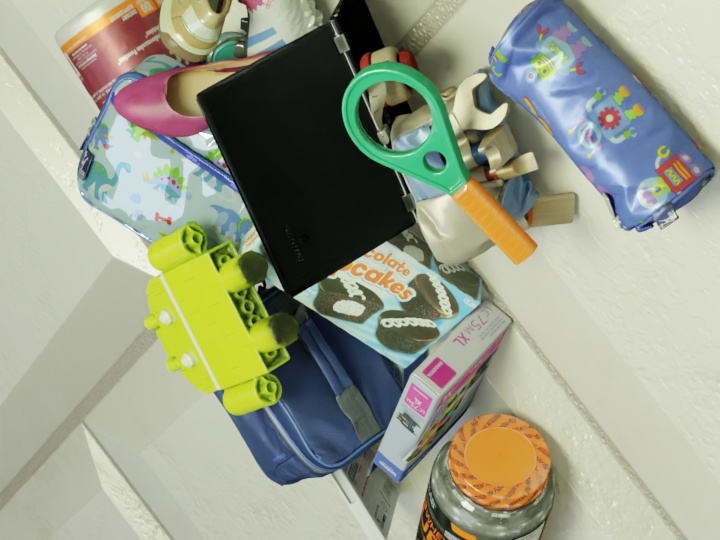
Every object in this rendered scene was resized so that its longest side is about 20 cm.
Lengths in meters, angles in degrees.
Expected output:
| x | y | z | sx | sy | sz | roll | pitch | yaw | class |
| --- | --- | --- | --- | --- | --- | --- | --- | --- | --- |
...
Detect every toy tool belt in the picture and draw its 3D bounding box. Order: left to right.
| x | y | z | sx | sy | sz | roll | pitch | yaw | class |
| --- | --- | --- | --- | --- | --- | --- | --- | --- | --- |
| 0.093 | -0.109 | 1.460 | 0.122 | 0.125 | 0.201 | -19 | 113 | 16 | toy tool belt |

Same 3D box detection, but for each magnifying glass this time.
| x | y | z | sx | sy | sz | roll | pitch | yaw | class |
| --- | --- | --- | --- | --- | --- | --- | --- | --- | --- |
| 0.066 | -0.083 | 1.402 | 0.079 | 0.022 | 0.200 | -38 | 101 | 30 | magnifying glass |

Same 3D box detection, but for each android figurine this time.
| x | y | z | sx | sy | sz | roll | pitch | yaw | class |
| --- | --- | --- | --- | --- | --- | --- | --- | --- | --- |
| -0.137 | 0.047 | 1.636 | 0.199 | 0.041 | 0.183 | -19 | 98 | 51 | android figurine |

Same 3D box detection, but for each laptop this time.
| x | y | z | sx | sy | sz | roll | pitch | yaw | class |
| --- | --- | --- | --- | --- | --- | --- | --- | --- | --- |
| -0.031 | -0.115 | 1.487 | 0.115 | 0.200 | 0.189 | -18 | 110 | 15 | laptop |

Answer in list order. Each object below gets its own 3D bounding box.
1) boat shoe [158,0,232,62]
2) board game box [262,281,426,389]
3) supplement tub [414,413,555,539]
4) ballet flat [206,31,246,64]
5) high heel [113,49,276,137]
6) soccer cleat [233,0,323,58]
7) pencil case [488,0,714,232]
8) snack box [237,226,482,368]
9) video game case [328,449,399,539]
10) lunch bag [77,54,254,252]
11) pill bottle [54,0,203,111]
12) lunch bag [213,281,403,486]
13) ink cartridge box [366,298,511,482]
| x | y | z | sx | sy | sz | roll | pitch | yaw | class |
| --- | --- | --- | --- | --- | --- | --- | --- | --- | --- |
| -0.129 | -0.277 | 1.537 | 0.076 | 0.071 | 0.202 | -41 | 42 | 43 | boat shoe |
| -0.018 | 0.028 | 1.779 | 0.198 | 0.043 | 0.201 | 31 | 142 | 30 | board game box |
| 0.121 | 0.236 | 1.722 | 0.122 | 0.122 | 0.201 | 38 | 145 | 23 | supplement tub |
| -0.089 | -0.140 | 1.700 | 0.074 | 0.074 | 0.202 | 5 | 121 | 50 | ballet flat |
| -0.124 | -0.169 | 1.552 | 0.096 | 0.198 | 0.068 | 83 | -179 | -68 | high heel |
| -0.065 | -0.234 | 1.563 | 0.085 | 0.070 | 0.201 | 9 | 149 | -1 | soccer cleat |
| 0.179 | -0.116 | 1.344 | 0.200 | 0.087 | 0.078 | 50 | -179 | 8 | pencil case |
| 0.000 | 0.000 | 1.616 | 0.199 | 0.037 | 0.116 | 33 | 128 | -20 | snack box |
| -0.023 | 0.182 | 1.870 | 0.018 | 0.143 | 0.201 | -29 | 98 | 13 | video game case |
| -0.161 | -0.096 | 1.662 | 0.199 | 0.083 | 0.161 | 35 | 123 | 3 | lunch bag |
| -0.206 | -0.178 | 1.759 | 0.201 | 0.114 | 0.114 | 57 | 148 | -7 | pill bottle |
| -0.056 | 0.097 | 1.724 | 0.201 | 0.135 | 0.132 | 57 | 147 | -2 | lunch bag |
| 0.073 | 0.124 | 1.679 | 0.042 | 0.119 | 0.201 | 39 | 146 | 11 | ink cartridge box |
